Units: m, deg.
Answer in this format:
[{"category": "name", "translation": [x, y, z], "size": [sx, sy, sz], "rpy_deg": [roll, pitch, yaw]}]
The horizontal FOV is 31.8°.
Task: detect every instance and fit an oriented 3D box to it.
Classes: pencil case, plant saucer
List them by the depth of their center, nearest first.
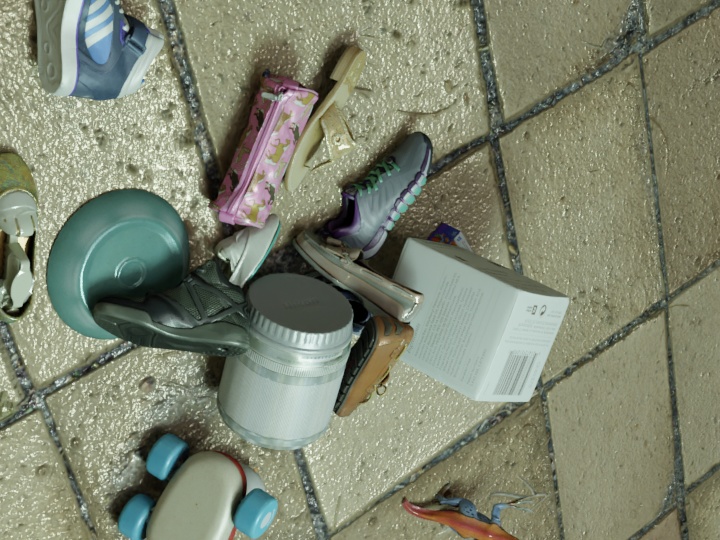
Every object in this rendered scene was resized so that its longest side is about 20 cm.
[{"category": "plant saucer", "translation": [-0.294, -0.001, 1.586], "size": [0.199, 0.036, 0.202], "rpy_deg": [-16, 118, -33]}, {"category": "pencil case", "translation": [-0.125, -0.152, 1.624], "size": [0.086, 0.083, 0.201], "rpy_deg": [18, 98, -43]}]

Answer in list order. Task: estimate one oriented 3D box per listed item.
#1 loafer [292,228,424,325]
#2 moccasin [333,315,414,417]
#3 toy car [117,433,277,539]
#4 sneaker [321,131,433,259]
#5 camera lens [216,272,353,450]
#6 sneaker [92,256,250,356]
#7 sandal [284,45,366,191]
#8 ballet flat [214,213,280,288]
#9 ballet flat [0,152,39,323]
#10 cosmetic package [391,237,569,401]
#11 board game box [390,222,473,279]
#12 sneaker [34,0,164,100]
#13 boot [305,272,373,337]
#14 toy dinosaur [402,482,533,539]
[{"category": "loafer", "translation": [0.000, 0.000, 1.734], "size": [0.063, 0.200, 0.072], "rpy_deg": [-53, 175, 17]}, {"category": "moccasin", "translation": [0.013, 0.135, 1.731], "size": [0.077, 0.074, 0.202], "rpy_deg": [9, 132, -23]}, {"category": "toy car", "translation": [-0.197, 0.334, 1.756], "size": [0.178, 0.183, 0.200], "rpy_deg": [-64, 161, 3]}, {"category": "sneaker", "translation": [0.026, -0.115, 1.771], "size": [0.087, 0.074, 0.201], "rpy_deg": [29, 91, -38]}, {"category": "camera lens", "translation": [-0.101, 0.126, 1.693], "size": [0.159, 0.160, 0.201], "rpy_deg": [-8, 127, -36]}, {"category": "sneaker", "translation": [-0.234, 0.038, 1.584], "size": [0.198, 0.076, 0.115], "rpy_deg": [8, 65, -15]}, {"category": "sandal", "translation": [-0.027, -0.190, 1.677], "size": [0.213, 0.069, 0.078], "rpy_deg": [-64, 166, 0]}, {"category": "ballet flat", "translation": [-0.177, 0.004, 1.670], "size": [0.069, 0.069, 0.201], "rpy_deg": [30, 90, -43]}, {"category": "ballet flat", "translation": [-0.401, -0.033, 1.464], "size": [0.070, 0.071, 0.202], "rpy_deg": [-5, 112, -37]}, {"category": "cosmetic package", "translation": [0.153, 0.070, 1.785], "size": [0.164, 0.199, 0.166], "rpy_deg": [9, 105, -56]}, {"category": "board game box", "translation": [0.136, 0.045, 1.947], "size": [0.135, 0.045, 0.200], "rpy_deg": [-46, 131, -14]}, {"category": "sneaker", "translation": [-0.289, -0.295, 1.438], "size": [0.146, 0.080, 0.202], "rpy_deg": [-10, 112, -45]}, {"category": "boot", "translation": [0.002, 0.065, 1.817], "size": [0.199, 0.090, 0.073], "rpy_deg": [21, 96, -42]}, {"category": "toy dinosaur", "translation": [0.194, 0.436, 2.076], "size": [0.199, 0.181, 0.106], "rpy_deg": [-9, 115, -35]}]
